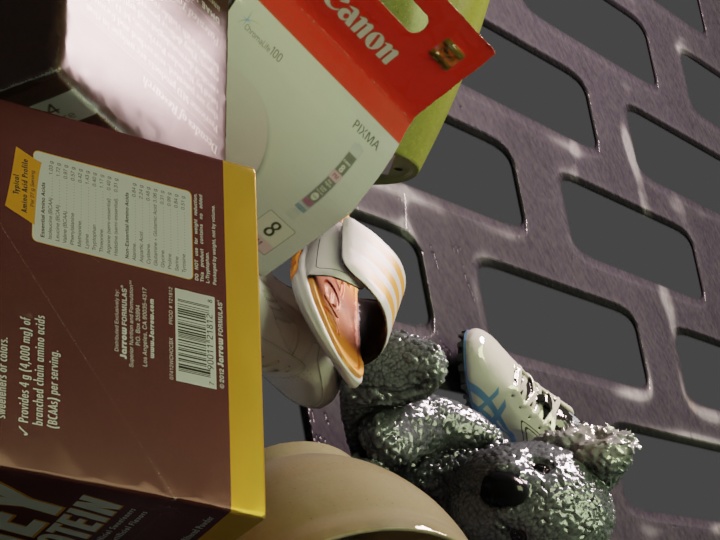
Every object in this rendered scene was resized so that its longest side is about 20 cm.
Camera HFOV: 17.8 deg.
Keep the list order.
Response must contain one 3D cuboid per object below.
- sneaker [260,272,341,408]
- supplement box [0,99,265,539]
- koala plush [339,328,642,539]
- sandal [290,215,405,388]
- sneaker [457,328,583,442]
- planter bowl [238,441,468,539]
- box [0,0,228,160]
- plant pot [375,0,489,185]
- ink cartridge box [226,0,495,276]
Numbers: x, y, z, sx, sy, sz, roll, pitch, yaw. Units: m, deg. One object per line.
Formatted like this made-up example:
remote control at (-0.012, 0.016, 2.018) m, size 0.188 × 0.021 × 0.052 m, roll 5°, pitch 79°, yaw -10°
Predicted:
sneaker at (-0.083, 0.036, 1.502) m, size 0.200 × 0.074 × 0.100 m, roll 53°, pitch 50°, yaw -37°
supplement box at (-0.166, 0.040, 1.136) m, size 0.199 × 0.133 × 0.199 m, roll 14°, pitch 57°, yaw -29°
koala plush at (0.084, 0.156, 1.560) m, size 0.184 × 0.198 × 0.179 m, roll 60°, pitch 42°, yaw -65°
sandal at (-0.004, -0.007, 1.529) m, size 0.079 × 0.059 × 0.207 m, roll 57°, pitch 16°, yaw -29°
sneaker at (0.140, 0.116, 1.896) m, size 0.200 × 0.072 × 0.072 m, roll 53°, pitch 33°, yaw -34°
planter bowl at (-0.030, 0.190, 1.382) m, size 0.200 × 0.200 × 0.135 m, roll 50°, pitch 5°, yaw -40°
box at (-0.181, -0.123, 1.260) m, size 0.164 × 0.165 × 0.202 m, roll 42°, pitch 39°, yaw -50°
plant pot at (0.008, -0.174, 1.709) m, size 0.187 × 0.186 × 0.202 m, roll 31°, pitch 61°, yaw -55°
ink cartridge box at (-0.037, -0.106, 1.373) m, size 0.162 × 0.199 × 0.057 m, roll 42°, pitch 24°, yaw -36°
